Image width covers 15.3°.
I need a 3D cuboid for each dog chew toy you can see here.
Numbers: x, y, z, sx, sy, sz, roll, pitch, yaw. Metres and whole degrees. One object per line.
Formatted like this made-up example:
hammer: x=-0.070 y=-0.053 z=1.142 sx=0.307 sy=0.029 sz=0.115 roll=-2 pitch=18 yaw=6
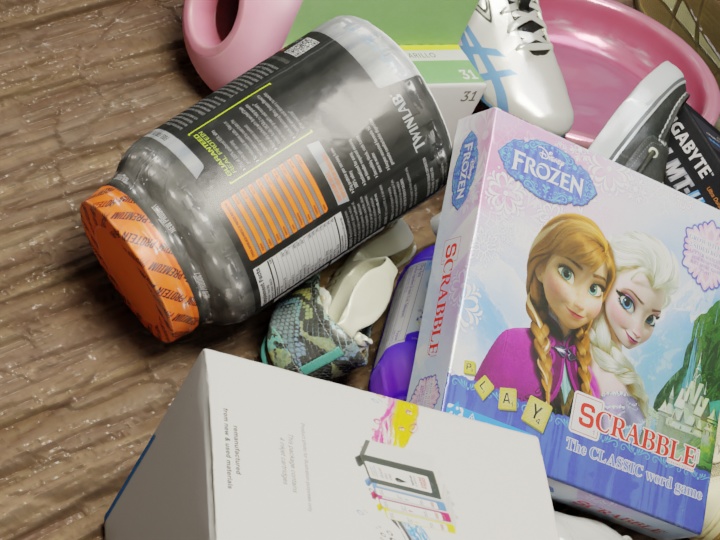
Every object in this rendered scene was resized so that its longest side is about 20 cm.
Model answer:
dog chew toy: x=-0.018 y=-0.158 z=1.760 sx=0.199 sy=0.125 sz=0.125 roll=7 pitch=43 yaw=-39

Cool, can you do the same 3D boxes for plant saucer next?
plant saucer: x=0.151 y=-0.127 z=1.873 sx=0.200 sy=0.051 sz=0.201 roll=11 pitch=37 yaw=-9

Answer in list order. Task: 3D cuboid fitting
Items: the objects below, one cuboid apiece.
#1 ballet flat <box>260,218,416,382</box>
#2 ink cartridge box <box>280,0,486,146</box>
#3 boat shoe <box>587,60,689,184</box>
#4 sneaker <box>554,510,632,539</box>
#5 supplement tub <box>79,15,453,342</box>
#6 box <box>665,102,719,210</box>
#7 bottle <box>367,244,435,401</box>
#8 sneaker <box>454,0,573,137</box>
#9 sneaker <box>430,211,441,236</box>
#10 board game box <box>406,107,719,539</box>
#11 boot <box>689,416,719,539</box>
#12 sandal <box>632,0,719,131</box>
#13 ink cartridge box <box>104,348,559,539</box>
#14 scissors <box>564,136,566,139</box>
ballet flat: x=0.000 y=0.000 z=1.627 sx=0.074 sy=0.074 sz=0.200 roll=27 pitch=42 yaw=-7
ink cartridge box: x=0.015 y=-0.129 z=1.677 sx=0.145 sy=0.200 sz=0.048 roll=-4 pitch=49 yaw=-37
boat shoe: x=0.161 y=-0.052 z=1.689 sx=0.057 sy=0.069 sz=0.200 roll=36 pitch=57 yaw=4
sneaker: x=0.157 y=0.191 z=1.533 sx=0.200 sy=0.077 sz=0.081 roll=32 pitch=28 yaw=-3
supplement tub: x=-0.055 y=-0.051 z=1.556 sx=0.200 sy=0.123 sz=0.123 roll=-33 pitch=66 yaw=-16
box: x=0.279 y=0.001 z=1.776 sx=0.200 sy=0.050 sz=0.199 roll=33 pitch=23 yaw=-50
bottle: x=0.047 y=0.068 z=1.591 sx=0.083 sy=0.065 sz=0.200 roll=26 pitch=38 yaw=-6
sneaker: x=0.091 y=-0.175 z=1.753 sx=0.072 sy=0.072 sz=0.201 roll=-6 pitch=63 yaw=-40
sneaker: x=0.128 y=-0.035 z=1.755 sx=0.115 sy=0.075 sz=0.200 roll=41 pitch=41 yaw=8
board game box: x=0.128 y=0.033 z=1.554 sx=0.199 sy=0.041 sz=0.200 roll=21 pitch=69 yaw=-30
boot: x=0.173 y=0.067 z=1.674 sx=0.155 sy=0.073 sz=0.200 roll=26 pitch=44 yaw=-14
sandal: x=0.261 y=-0.134 z=1.985 sx=0.080 sy=0.054 sz=0.200 roll=-32 pitch=84 yaw=-44
ink cartridge box: x=-0.014 y=0.159 z=1.381 sx=0.199 sy=0.147 sz=0.145 roll=16 pitch=40 yaw=-21
scissors: x=0.113 y=-0.112 z=1.785 sx=0.073 sy=0.014 sz=0.200 roll=20 pitch=31 yaw=-1
